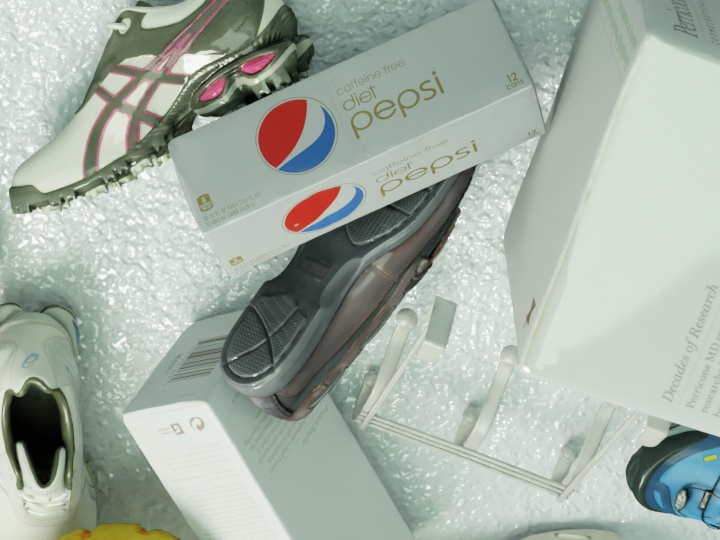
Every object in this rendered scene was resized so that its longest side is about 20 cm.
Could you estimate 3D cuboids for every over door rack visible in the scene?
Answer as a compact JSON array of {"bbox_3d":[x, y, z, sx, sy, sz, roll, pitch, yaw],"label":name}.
[{"bbox_3d":[0.088,0.067,1.350,0.147,0.067,0.200,20,160,-7],"label":"over door rack"}]

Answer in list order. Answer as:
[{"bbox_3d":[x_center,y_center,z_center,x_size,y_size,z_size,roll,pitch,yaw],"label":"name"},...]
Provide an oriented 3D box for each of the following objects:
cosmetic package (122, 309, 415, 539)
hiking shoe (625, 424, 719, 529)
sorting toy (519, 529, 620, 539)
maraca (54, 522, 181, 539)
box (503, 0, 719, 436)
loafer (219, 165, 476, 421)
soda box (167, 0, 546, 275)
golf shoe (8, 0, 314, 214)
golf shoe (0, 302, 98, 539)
[{"bbox_3d":[-0.050,0.132,1.406,0.074,0.102,0.201,-11,117,35],"label":"cosmetic package"},{"bbox_3d":[0.260,0.142,1.408,0.199,0.087,0.075,8,125,0],"label":"hiking shoe"},{"bbox_3d":[0.071,0.271,1.475,0.179,0.107,0.201,3,116,3],"label":"sorting toy"},{"bbox_3d":[-0.169,0.218,1.411,0.199,0.108,0.137,-28,140,28],"label":"maraca"},{"bbox_3d":[0.188,-0.041,1.257,0.170,0.199,0.201,17,111,-5],"label":"box"},{"bbox_3d":[0.000,0.000,1.347,0.200,0.072,0.063,-49,136,-7],"label":"loafer"},{"bbox_3d":[-0.002,-0.074,1.295,0.199,0.064,0.068,-25,157,1],"label":"soda box"},{"bbox_3d":[-0.124,-0.103,1.327,0.199,0.077,0.088,-31,93,12],"label":"golf shoe"},{"bbox_3d":[-0.199,0.122,1.415,0.078,0.097,0.201,-7,118,-6],"label":"golf shoe"}]
